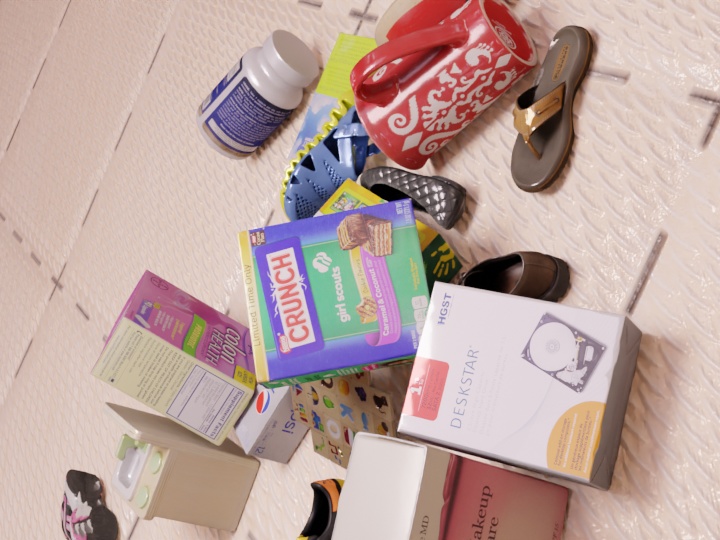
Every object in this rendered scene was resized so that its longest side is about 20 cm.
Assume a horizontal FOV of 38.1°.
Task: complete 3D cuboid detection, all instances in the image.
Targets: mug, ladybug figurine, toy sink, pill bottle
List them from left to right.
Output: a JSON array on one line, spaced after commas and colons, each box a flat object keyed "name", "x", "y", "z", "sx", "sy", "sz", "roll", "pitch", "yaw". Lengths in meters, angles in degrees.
[{"name": "toy sink", "x": -0.263, "y": 0.272, "z": 1.423, "sx": 0.130, "sy": 0.198, "sz": 0.114, "roll": 19, "pitch": 87, "yaw": 53}, {"name": "pill bottle", "x": -0.161, "y": -0.276, "z": 1.640, "sx": 0.200, "sy": 0.115, "sz": 0.117, "roll": -40, "pitch": 44, "yaw": 33}, {"name": "ladybug figurine", "x": 0.102, "y": -0.325, "z": 1.324, "sx": 0.200, "sy": 0.135, "sz": 0.073, "roll": -38, "pitch": 74, "yaw": 43}, {"name": "mug", "x": 0.097, "y": -0.227, "z": 1.249, "sx": 0.199, "sy": 0.177, "sz": 0.134, "roll": -35, "pitch": 87, "yaw": 31}]

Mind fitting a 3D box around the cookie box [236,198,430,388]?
[{"name": "cookie box", "x": -0.024, "y": 0.028, "z": 1.142, "sx": 0.197, "sy": 0.075, "sz": 0.174, "roll": -11, "pitch": 75, "yaw": 3}]

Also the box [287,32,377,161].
[{"name": "box", "x": -0.025, "y": -0.236, "z": 1.500, "sx": 0.122, "sy": 0.047, "sz": 0.203, "roll": 26, "pitch": 95, "yaw": 54}]

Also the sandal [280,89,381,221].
[{"name": "sandal", "x": -0.032, "y": -0.143, "z": 1.394, "sx": 0.087, "sy": 0.079, "sz": 0.201, "roll": 38, "pitch": 97, "yaw": 33}]

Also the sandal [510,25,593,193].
[{"name": "sandal", "x": 0.206, "y": -0.186, "z": 1.168, "sx": 0.081, "sy": 0.054, "sz": 0.203, "roll": 13, "pitch": 83, "yaw": 54}]

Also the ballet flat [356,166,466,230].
[{"name": "ballet flat", "x": 0.054, "y": -0.092, "z": 1.306, "sx": 0.199, "sy": 0.066, "sz": 0.057, "roll": 14, "pitch": 73, "yaw": 53}]

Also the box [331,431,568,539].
[{"name": "box", "x": 0.085, "y": 0.241, "z": 0.984, "sx": 0.108, "sy": 0.198, "sz": 0.130, "roll": -1, "pitch": 72, "yaw": 52}]

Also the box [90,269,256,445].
[{"name": "box", "x": -0.244, "y": 0.115, "z": 1.432, "sx": 0.097, "sy": 0.198, "sz": 0.176, "roll": -55, "pitch": 12, "yaw": 16}]

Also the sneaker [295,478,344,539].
[{"name": "sneaker", "x": -0.046, "y": 0.339, "z": 1.199, "sx": 0.069, "sy": 0.089, "sz": 0.203, "roll": -5, "pitch": 68, "yaw": 51}]

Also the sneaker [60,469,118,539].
[{"name": "sneaker", "x": -0.450, "y": 0.422, "z": 1.712, "sx": 0.087, "sy": 0.079, "sz": 0.200, "roll": -68, "pitch": 26, "yaw": 21}]

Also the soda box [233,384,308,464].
[{"name": "soda box", "x": -0.084, "y": 0.151, "z": 1.363, "sx": 0.202, "sy": 0.068, "sz": 0.064, "roll": -59, "pitch": 37, "yaw": 14}]

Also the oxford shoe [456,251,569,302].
[{"name": "oxford shoe", "x": 0.126, "y": 0.028, "z": 1.141, "sx": 0.199, "sy": 0.084, "sz": 0.074, "roll": -37, "pitch": 48, "yaw": 38}]

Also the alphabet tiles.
[{"name": "alphabet tiles", "x": -0.024, "y": 0.163, "z": 1.241, "sx": 0.199, "sy": 0.006, "sz": 0.169, "roll": 18, "pitch": 121, "yaw": 48}]

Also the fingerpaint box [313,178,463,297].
[{"name": "fingerpaint box", "x": 0.000, "y": 0.000, "z": 1.274, "sx": 0.167, "sy": 0.073, "sz": 0.199, "roll": -48, "pitch": 41, "yaw": -7}]

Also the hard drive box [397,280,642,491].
[{"name": "hard drive box", "x": 0.154, "y": 0.109, "z": 1.008, "sx": 0.197, "sy": 0.077, "sz": 0.158, "roll": 9, "pitch": 79, "yaw": 30}]
